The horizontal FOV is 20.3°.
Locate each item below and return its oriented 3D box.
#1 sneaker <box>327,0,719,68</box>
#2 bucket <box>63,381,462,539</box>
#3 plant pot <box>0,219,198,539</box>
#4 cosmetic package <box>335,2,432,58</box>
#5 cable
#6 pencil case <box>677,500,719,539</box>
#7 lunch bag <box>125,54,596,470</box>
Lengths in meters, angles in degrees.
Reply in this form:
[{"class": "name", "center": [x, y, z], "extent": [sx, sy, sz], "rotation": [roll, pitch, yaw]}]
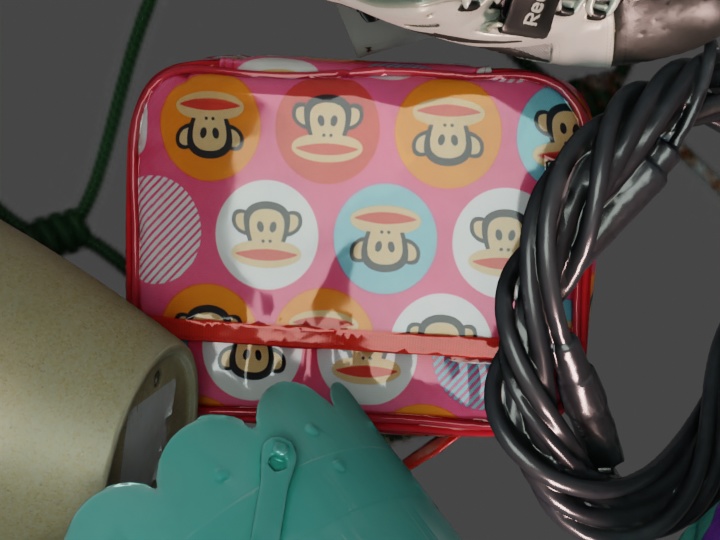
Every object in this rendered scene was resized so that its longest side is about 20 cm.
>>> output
[{"class": "sneaker", "center": [0.051, -0.113, 0.744], "extent": [0.198, 0.089, 0.075], "rotation": [7, 103, 1]}, {"class": "bucket", "center": [-0.033, 0.160, 0.761], "extent": [0.207, 0.207, 0.135], "rotation": [-47, 64, 6]}, {"class": "plant pot", "center": [-0.173, 0.050, 0.798], "extent": [0.198, 0.187, 0.189], "rotation": [14, 94, 15]}, {"class": "cosmetic package", "center": [0.081, -0.151, 0.822], "extent": [0.198, 0.083, 0.051], "rotation": [-15, 62, 8]}, {"class": "cable", "center": [0.118, 0.006, 0.804], "extent": [0.162, 0.051, 0.202], "rotation": [0, 99, -33]}, {"class": "pencil case", "center": [0.134, 0.148, 0.788], "extent": [0.085, 0.093, 0.200], "rotation": [28, 123, -15]}, {"class": "lunch bag", "center": [0.000, 0.000, 0.848], "extent": [0.198, 0.082, 0.178], "rotation": [3, 97, 7]}]
